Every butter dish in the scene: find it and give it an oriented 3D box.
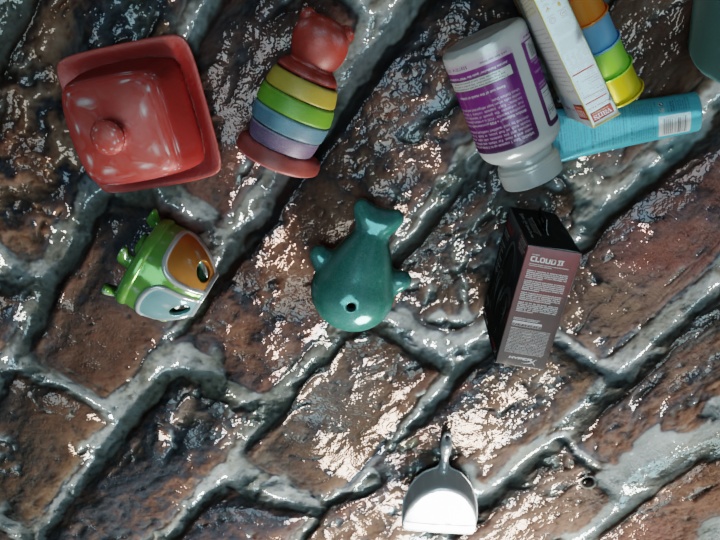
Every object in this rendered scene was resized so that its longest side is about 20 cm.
[{"bbox_3d":[-0.311,-0.191,0.857,0.198,0.148,0.201,-8,114,7],"label":"butter dish"}]

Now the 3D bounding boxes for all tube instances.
[{"bbox_3d":[0.348,-0.195,0.869,0.199,0.050,0.078,-8,99,12],"label":"tube"}]

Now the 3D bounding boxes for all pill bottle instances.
[{"bbox_3d":[0.191,-0.209,0.835,0.112,0.112,0.201,-21,111,13],"label":"pill bottle"}]

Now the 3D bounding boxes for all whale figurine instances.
[{"bbox_3d":[0.000,0.000,0.946,0.158,0.104,0.201,19,114,-4],"label":"whale figurine"}]

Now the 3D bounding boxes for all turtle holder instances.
[{"bbox_3d":[-0.294,0.018,0.955,0.131,0.141,0.186,31,111,-12],"label":"turtle holder"}]

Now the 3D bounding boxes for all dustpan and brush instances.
[{"bbox_3d":[0.146,0.376,1.142,0.138,0.057,0.201,3,121,1],"label":"dustpan and brush"}]

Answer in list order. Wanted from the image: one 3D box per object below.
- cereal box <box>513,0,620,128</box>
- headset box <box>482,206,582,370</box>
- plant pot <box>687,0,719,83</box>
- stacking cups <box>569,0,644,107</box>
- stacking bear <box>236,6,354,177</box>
[{"bbox_3d":[0.238,-0.274,0.775,0.039,0.144,0.201,-28,104,14],"label":"cereal box"},{"bbox_3d":[0.238,0.013,0.912,0.077,0.149,0.201,8,116,-1],"label":"headset box"},{"bbox_3d":[0.462,-0.294,0.730,0.140,0.200,0.142,-2,115,6],"label":"plant pot"},{"bbox_3d":[0.284,-0.291,0.791,0.060,0.061,0.200,-33,124,17],"label":"stacking cups"},{"bbox_3d":[-0.078,-0.235,0.848,0.121,0.114,0.201,22,109,-7],"label":"stacking bear"}]
